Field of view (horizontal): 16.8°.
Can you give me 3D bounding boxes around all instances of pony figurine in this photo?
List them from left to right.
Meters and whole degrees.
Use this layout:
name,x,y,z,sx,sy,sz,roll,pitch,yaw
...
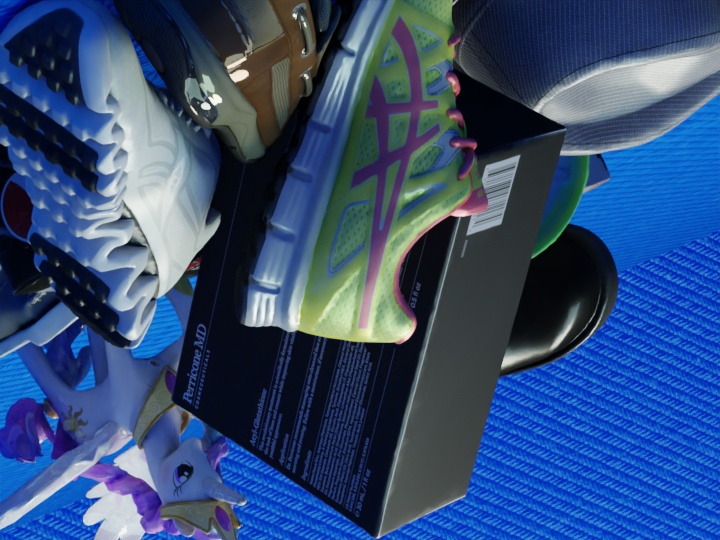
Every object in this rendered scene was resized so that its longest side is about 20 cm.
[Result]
name,x,y,z,sx,sy,sz,roll,pitch,yaw
pony figurine,-0.149,0.089,1.412,0.166,0.201,0.193,-5,162,-46

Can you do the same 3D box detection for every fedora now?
name,x,y,z,sx,sy,sz,roll,pitch,yaw
fedora,0.128,-0.119,1.168,0.199,0.091,0.177,-16,157,-33

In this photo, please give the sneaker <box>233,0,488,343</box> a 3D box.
name,x,y,z,sx,sy,sz,roll,pitch,yaw
sneaker,0.018,-0.060,1.027,0.078,0.090,0.201,-114,-136,-81

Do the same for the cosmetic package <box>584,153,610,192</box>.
name,x,y,z,sx,sy,sz,roll,pitch,yaw
cosmetic package,0.032,-0.050,1.436,0.199,0.104,0.087,-27,175,27

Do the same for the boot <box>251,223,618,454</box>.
name,x,y,z,sx,sy,sz,roll,pitch,yaw
boot,0.039,0.048,1.430,0.211,0.080,0.158,-28,178,29

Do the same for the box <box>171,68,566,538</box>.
name,x,y,z,sx,sy,sz,roll,pitch,yaw
box,0.000,0.000,1.147,0.079,0.141,0.201,-20,132,-49

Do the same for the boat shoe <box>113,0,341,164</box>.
name,x,y,z,sx,sy,sz,roll,pitch,yaw
boat shoe,-0.041,-0.093,0.972,0.074,0.076,0.200,-36,180,2

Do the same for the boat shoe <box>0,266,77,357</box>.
name,x,y,z,sx,sy,sz,roll,pitch,yaw
boat shoe,-0.182,0.008,1.280,0.075,0.062,0.200,-39,-173,-17

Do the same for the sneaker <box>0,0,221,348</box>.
name,x,y,z,sx,sy,sz,roll,pitch,yaw
sneaker,-0.099,-0.052,0.995,0.081,0.075,0.200,-42,157,-22

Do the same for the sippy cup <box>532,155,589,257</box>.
name,x,y,z,sx,sy,sz,roll,pitch,yaw
sippy cup,0.034,-0.060,1.299,0.177,0.140,0.130,-12,180,-22

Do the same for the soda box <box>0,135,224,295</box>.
name,x,y,z,sx,sy,sz,roll,pitch,yaw
soda box,-0.110,-0.034,1.181,0.063,0.071,0.200,-27,172,20
